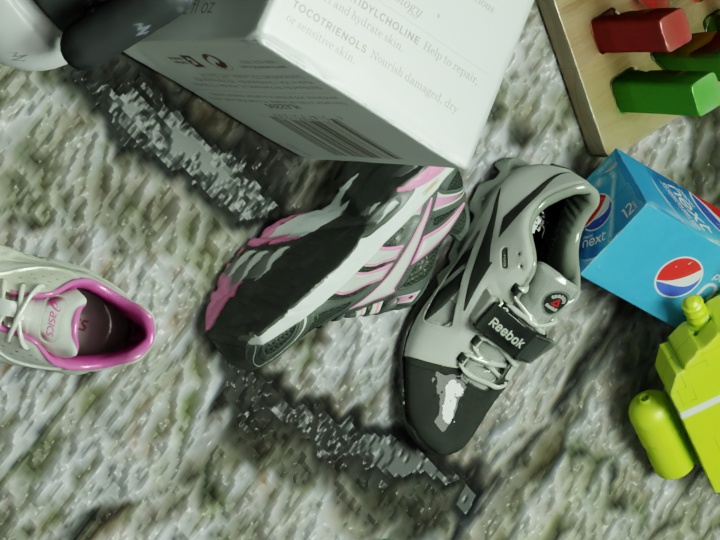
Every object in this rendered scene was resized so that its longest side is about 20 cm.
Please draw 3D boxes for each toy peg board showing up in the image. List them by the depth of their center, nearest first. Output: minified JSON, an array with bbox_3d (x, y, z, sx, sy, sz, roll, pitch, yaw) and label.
[{"bbox_3d":[0.220,-0.203,1.697,0.200,0.098,0.200,-32,111,-30],"label":"toy peg board"}]

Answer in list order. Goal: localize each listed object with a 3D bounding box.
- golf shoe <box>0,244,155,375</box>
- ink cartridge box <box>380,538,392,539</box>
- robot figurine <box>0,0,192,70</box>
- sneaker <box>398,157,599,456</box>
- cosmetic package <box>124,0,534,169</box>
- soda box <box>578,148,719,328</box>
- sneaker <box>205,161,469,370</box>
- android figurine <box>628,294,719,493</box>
[{"bbox_3d":[-0.201,0.015,1.419,0.199,0.091,0.076,10,89,-34],"label":"golf shoe"},{"bbox_3d":[0.094,0.263,1.652,0.200,0.084,0.146,16,84,-35],"label":"ink cartridge box"},{"bbox_3d":[-0.139,-0.190,1.392,0.200,0.150,0.125,-31,102,11],"label":"robot figurine"},{"bbox_3d":[0.089,0.023,1.630,0.074,0.088,0.201,27,80,-35],"label":"sneaker"},{"bbox_3d":[-0.008,-0.183,1.493,0.166,0.167,0.201,29,76,-33],"label":"cosmetic package"},{"bbox_3d":[0.224,-0.001,1.722,0.200,0.064,0.068,27,116,-35],"label":"soda box"},{"bbox_3d":[0.000,0.000,1.572,0.200,0.080,0.087,-40,126,-20],"label":"sneaker"},{"bbox_3d":[0.267,0.074,1.728,0.182,0.041,0.200,-27,132,5],"label":"android figurine"}]
